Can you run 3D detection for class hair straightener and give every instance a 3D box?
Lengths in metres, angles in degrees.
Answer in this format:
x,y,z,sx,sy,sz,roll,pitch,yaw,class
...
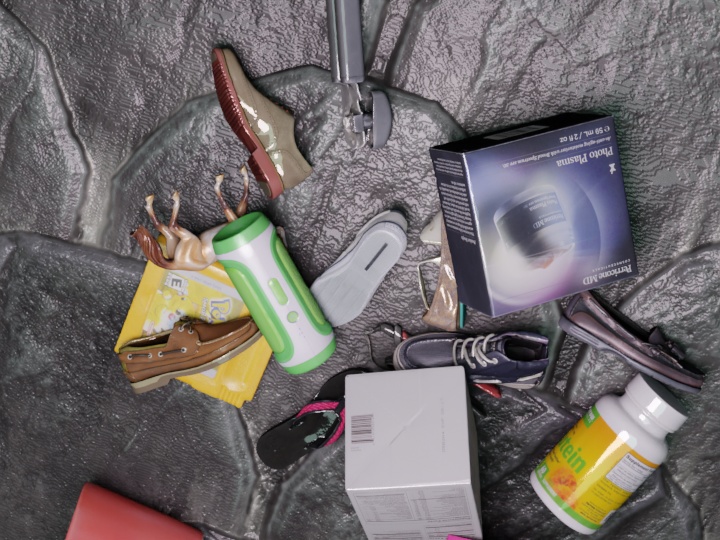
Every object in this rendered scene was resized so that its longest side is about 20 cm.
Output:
x,y,z,sx,sy,sz,roll,pitch,yaw,class
0.084,0.139,1.537,0.199,0.041,0.077,31,105,-3,hair straightener

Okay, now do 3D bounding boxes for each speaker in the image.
x,y,z,sx,sy,sz,roll,pitch,yaw,class
-0.107,0.029,1.475,0.088,0.089,0.201,-25,108,12,speaker

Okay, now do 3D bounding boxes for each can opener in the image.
x,y,z,sx,sy,sz,roll,pitch,yaw,class
-0.001,-0.251,1.460,0.066,0.053,0.202,-10,104,-24,can opener

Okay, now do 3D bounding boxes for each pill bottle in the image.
x,y,z,sx,sy,sz,roll,pitch,yaw,class
0.321,0.230,1.495,0.111,0.111,0.200,39,104,-3,pill bottle

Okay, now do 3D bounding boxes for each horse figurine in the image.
x,y,z,sx,sy,sz,roll,pitch,yaw,class
-0.196,-0.050,1.501,0.199,0.050,0.133,-20,105,-19,horse figurine

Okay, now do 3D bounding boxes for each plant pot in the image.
x,y,z,sx,sy,sz,roll,pitch,yaw,class
-0.314,0.403,1.580,0.176,0.201,0.202,16,105,-7,plant pot

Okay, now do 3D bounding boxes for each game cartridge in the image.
x,y,z,sx,sy,sz,roll,pitch,yaw,class
-0.208,0.070,1.561,0.199,0.032,0.177,24,105,2,game cartridge

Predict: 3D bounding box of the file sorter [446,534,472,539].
x,y,z,sx,sy,sz,roll,pitch,yaw,class
0.158,0.451,1.509,0.138,0.126,0.201,12,145,3,file sorter

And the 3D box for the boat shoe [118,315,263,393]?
x,y,z,sx,sy,sz,roll,pitch,yaw,class
-0.224,0.096,1.518,0.199,0.072,0.068,-23,102,10,boat shoe

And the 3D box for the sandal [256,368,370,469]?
x,y,z,sx,sy,sz,roll,pitch,yaw,class
-0.057,0.207,1.568,0.200,0.045,0.075,-38,96,13,sandal

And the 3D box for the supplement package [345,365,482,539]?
x,y,z,sx,sy,sz,roll,pitch,yaw,class
0.069,0.236,1.458,0.150,0.200,0.153,-5,58,8,supplement package

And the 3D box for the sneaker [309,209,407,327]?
x,y,z,sx,sy,sz,roll,pitch,yaw,class
0.000,0.000,1.504,0.073,0.071,0.200,41,125,-8,sneaker

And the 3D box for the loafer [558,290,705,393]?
x,y,z,sx,sy,sz,roll,pitch,yaw,class
0.351,0.088,1.482,0.199,0.072,0.063,26,101,3,loafer

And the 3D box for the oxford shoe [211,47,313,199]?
x,y,z,sx,sy,sz,roll,pitch,yaw,class
-0.127,-0.195,1.482,0.074,0.070,0.201,-26,98,-15,oxford shoe

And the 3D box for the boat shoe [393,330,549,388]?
x,y,z,sx,sy,sz,roll,pitch,yaw,class
0.144,0.103,1.478,0.198,0.093,0.075,2,66,-6,boat shoe

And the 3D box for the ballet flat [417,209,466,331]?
x,y,z,sx,sy,sz,roll,pitch,yaw,class
0.106,-0.020,1.487,0.067,0.068,0.202,7,102,12,ballet flat

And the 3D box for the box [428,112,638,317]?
x,y,z,sx,sy,sz,roll,pitch,yaw,class
0.208,-0.070,1.401,0.199,0.123,0.200,-16,103,-14,box
